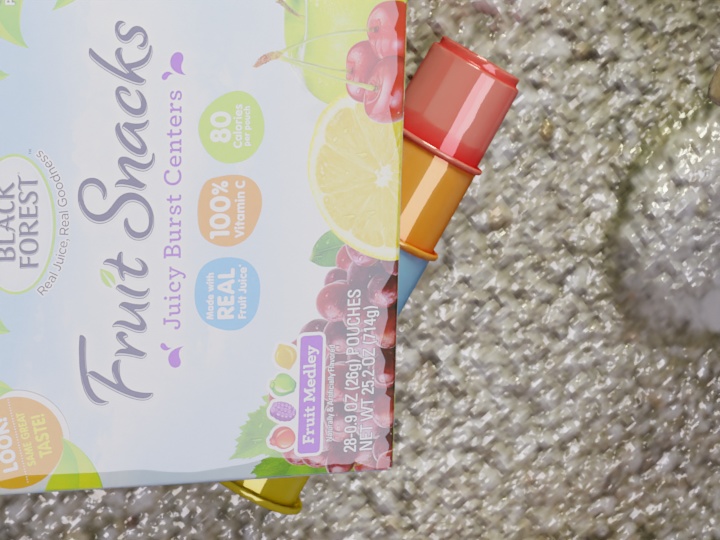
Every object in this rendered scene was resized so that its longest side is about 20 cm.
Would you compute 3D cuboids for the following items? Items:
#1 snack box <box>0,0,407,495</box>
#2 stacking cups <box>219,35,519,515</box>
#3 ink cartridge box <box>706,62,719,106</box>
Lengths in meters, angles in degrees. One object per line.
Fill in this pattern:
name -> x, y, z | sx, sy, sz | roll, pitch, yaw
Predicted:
snack box -> -0.072, -0.024, 0.810 | 0.168, 0.068, 0.201 | -2, 104, -15
stacking cups -> 0.000, 0.000, 0.903 | 0.060, 0.060, 0.201 | 28, 95, -34
ink cartridge box -> 0.234, -0.144, 0.863 | 0.165, 0.075, 0.201 | -26, 148, -59
